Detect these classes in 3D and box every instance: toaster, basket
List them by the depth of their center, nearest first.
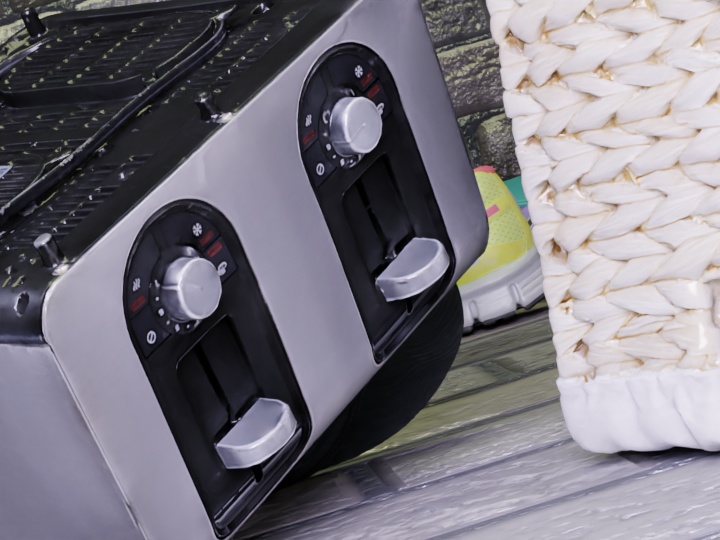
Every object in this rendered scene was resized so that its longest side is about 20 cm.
[{"bbox_3d":[0.166,-0.053,0.629,0.199,0.162,0.198,-21,6,-36],"label":"basket"},{"bbox_3d":[-0.084,0.002,0.687,0.199,0.119,0.181,-1,34,41],"label":"toaster"}]

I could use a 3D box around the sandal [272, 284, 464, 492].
[{"bbox_3d":[-0.052,0.058,0.779,0.199,0.076,0.048,-24,28,0],"label":"sandal"}]

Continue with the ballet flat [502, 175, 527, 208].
[{"bbox_3d":[0.146,-0.038,1.332,0.199,0.071,0.071,-19,1,30],"label":"ballet flat"}]

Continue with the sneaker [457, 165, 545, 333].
[{"bbox_3d":[0.000,0.000,1.185,0.199,0.091,0.078,-17,4,10],"label":"sneaker"}]

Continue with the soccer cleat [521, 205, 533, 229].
[{"bbox_3d":[0.132,-0.034,1.228,0.199,0.074,0.068,-13,4,45],"label":"soccer cleat"}]
